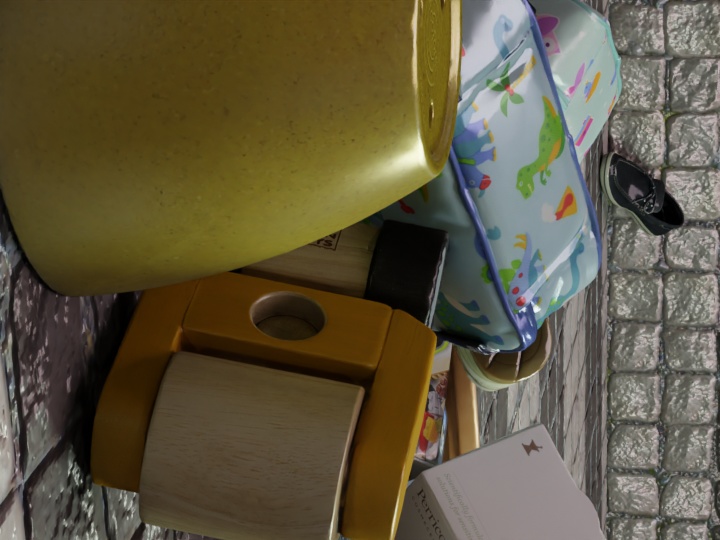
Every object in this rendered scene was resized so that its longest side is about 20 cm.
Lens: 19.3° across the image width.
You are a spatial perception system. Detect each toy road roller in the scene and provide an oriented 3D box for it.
[{"bbox_3d":[-0.035,0.067,0.912,0.200,0.122,0.146,-73,172,-54],"label":"toy road roller"}]

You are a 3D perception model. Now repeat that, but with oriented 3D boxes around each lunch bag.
[{"bbox_3d":[0.082,-0.142,1.362,0.077,0.160,0.200,-59,165,-6],"label":"lunch bag"},{"bbox_3d":[0.019,-0.060,0.991,0.082,0.161,0.200,-44,133,-26],"label":"lunch bag"}]

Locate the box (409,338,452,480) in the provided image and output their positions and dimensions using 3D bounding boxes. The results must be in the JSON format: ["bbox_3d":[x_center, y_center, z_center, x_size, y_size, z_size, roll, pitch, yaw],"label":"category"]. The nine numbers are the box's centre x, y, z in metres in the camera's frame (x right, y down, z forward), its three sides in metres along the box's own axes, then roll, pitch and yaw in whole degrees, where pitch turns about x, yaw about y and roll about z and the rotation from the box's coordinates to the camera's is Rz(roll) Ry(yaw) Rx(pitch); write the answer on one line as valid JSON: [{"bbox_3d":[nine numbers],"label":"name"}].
[{"bbox_3d":[0.000,0.000,1.113,0.110,0.035,0.201,25,58,-30],"label":"box"}]

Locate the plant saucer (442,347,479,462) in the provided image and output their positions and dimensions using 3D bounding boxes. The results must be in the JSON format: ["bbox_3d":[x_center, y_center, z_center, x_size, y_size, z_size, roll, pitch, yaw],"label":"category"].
[{"bbox_3d":[0.061,0.051,1.507,0.200,0.037,0.201,-5,90,-88],"label":"plant saucer"}]

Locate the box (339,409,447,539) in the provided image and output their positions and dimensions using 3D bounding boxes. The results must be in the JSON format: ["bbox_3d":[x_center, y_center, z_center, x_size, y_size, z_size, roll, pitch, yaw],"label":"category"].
[{"bbox_3d":[0.013,0.097,1.312,0.200,0.051,0.158,78,18,-48],"label":"box"}]

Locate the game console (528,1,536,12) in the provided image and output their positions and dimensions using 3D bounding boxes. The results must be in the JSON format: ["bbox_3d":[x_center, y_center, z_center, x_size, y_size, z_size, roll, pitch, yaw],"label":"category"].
[{"bbox_3d":[0.024,-0.196,1.095,0.177,0.031,0.200,53,8,2],"label":"game console"}]

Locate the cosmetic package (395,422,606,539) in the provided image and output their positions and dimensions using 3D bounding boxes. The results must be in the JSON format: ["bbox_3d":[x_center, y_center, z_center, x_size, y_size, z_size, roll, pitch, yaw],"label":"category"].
[{"bbox_3d":[0.052,0.177,1.139,0.108,0.085,0.200,61,-31,18],"label":"cosmetic package"}]

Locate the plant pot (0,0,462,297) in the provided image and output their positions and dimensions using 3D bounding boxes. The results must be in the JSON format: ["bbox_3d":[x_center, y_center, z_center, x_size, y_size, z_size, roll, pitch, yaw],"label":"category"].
[{"bbox_3d":[-0.039,-0.087,0.798,0.200,0.141,0.201,3,90,-79],"label":"plant pot"}]

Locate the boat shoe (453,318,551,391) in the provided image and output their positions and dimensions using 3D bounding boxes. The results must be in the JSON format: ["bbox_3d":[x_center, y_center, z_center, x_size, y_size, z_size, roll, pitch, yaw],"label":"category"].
[{"bbox_3d":[0.060,-0.027,1.276,0.063,0.073,0.201,144,-72,-72],"label":"boat shoe"}]

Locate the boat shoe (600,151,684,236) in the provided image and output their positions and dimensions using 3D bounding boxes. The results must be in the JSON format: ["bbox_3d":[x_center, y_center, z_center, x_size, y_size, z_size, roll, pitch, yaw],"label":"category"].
[{"bbox_3d":[0.406,-0.112,3.062,0.200,0.062,0.075,40,56,-44],"label":"boat shoe"}]
